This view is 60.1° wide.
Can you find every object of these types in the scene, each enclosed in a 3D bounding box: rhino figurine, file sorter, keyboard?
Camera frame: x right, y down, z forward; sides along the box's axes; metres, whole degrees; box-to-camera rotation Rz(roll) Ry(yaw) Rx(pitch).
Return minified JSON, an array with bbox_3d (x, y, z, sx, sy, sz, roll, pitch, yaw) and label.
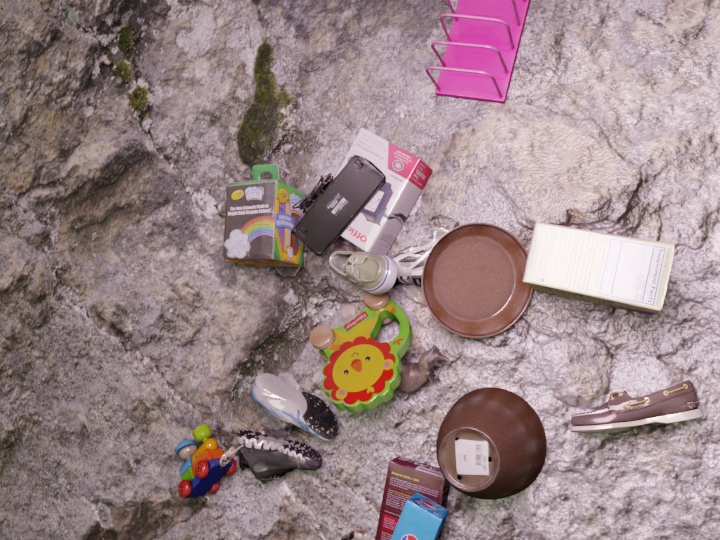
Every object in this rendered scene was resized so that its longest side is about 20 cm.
[{"bbox_3d":[0.074,0.181,1.151,0.198,0.060,0.089,-10,73,24],"label":"rhino figurine"},{"bbox_3d":[0.211,-0.432,1.136,0.138,0.125,0.202,14,89,23],"label":"file sorter"},{"bbox_3d":[-0.048,-0.132,1.173,0.104,0.040,0.200,42,101,-1],"label":"keyboard"}]

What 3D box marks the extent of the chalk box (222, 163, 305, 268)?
[{"bbox_3d":[-0.192,-0.113,1.267,0.123,0.124,0.203,0,82,23],"label":"chalk box"}]

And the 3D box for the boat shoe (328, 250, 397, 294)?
[{"bbox_3d":[0.000,0.000,1.146,0.199,0.061,0.073,7,80,64],"label":"boat shoe"}]

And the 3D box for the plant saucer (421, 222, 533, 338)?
[{"bbox_3d":[0.203,0.016,1.100,0.198,0.037,0.203,0,95,-3],"label":"plant saucer"}]

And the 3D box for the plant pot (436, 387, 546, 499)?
[{"bbox_3d":[0.198,0.290,1.010,0.185,0.200,0.190,-3,82,22],"label":"plant pot"}]

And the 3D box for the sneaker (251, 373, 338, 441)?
[{"bbox_3d":[-0.129,0.275,1.229,0.199,0.072,0.073,29,129,17],"label":"sneaker"}]

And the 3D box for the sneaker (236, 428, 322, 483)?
[{"bbox_3d":[-0.163,0.377,1.226,0.198,0.066,0.092,6,89,27],"label":"sneaker"}]

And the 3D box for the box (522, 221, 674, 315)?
[{"bbox_3d":[0.374,-0.001,0.985,0.198,0.176,0.098,13,89,24],"label":"box"}]

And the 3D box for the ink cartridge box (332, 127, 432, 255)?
[{"bbox_3d":[0.023,-0.146,1.200,0.144,0.084,0.201,32,97,24],"label":"ink cartridge box"}]

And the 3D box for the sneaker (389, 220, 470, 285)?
[{"bbox_3d":[0.114,-0.003,1.150,0.199,0.074,0.089,-33,70,16],"label":"sneaker"}]

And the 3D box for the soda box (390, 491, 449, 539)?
[{"bbox_3d":[0.077,0.485,1.045,0.067,0.064,0.202,22,92,21],"label":"soda box"}]

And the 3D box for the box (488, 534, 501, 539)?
[{"bbox_3d":[0.252,0.549,1.014,0.078,0.095,0.201,-44,68,12],"label":"box"}]

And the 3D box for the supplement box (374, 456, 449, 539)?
[{"bbox_3d":[0.090,0.449,1.111,0.108,0.061,0.203,10,88,23],"label":"supplement box"}]

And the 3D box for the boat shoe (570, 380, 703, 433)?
[{"bbox_3d":[0.432,0.220,0.993,0.198,0.072,0.060,-13,72,17],"label":"boat shoe"}]

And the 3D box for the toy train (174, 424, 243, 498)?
[{"bbox_3d":[-0.305,0.362,1.265,0.200,0.084,0.116,-49,54,24],"label":"toy train"}]

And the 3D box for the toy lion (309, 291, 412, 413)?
[{"bbox_3d":[0.012,0.149,1.113,0.199,0.069,0.192,-36,48,-8],"label":"toy lion"}]
